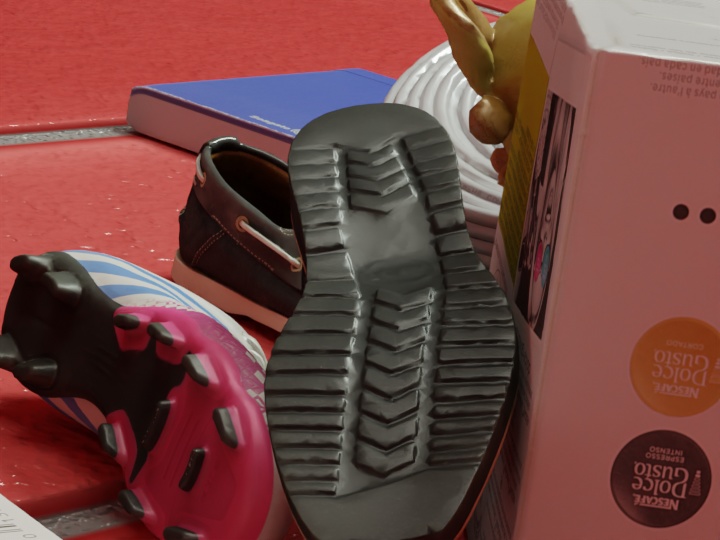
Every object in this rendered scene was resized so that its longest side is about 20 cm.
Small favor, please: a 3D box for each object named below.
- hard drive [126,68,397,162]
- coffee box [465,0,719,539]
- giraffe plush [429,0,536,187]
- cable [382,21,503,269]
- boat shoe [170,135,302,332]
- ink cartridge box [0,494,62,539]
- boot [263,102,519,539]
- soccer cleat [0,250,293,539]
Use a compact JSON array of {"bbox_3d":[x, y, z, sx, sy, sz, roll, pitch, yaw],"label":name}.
[{"bbox_3d":[-0.014,-0.080,1.507,0.131,0.026,0.200,20,17,32],"label":"hard drive"},{"bbox_3d":[0.146,0.022,0.894,0.198,0.199,0.200,8,13,-4],"label":"coffee box"},{"bbox_3d":[0.100,-0.092,1.042,0.172,0.201,0.162,26,30,10],"label":"giraffe plush"},{"bbox_3d":[0.098,-0.044,1.221,0.199,0.070,0.200,24,42,31],"label":"cable"},{"bbox_3d":[0.000,0.000,1.142,0.199,0.068,0.072,24,18,38],"label":"boat shoe"},{"bbox_3d":[-0.136,0.103,0.703,0.176,0.045,0.200,-1,18,-38],"label":"ink cartridge box"},{"bbox_3d":[0.016,0.058,0.885,0.077,0.139,0.200,-2,39,6],"label":"boot"},{"bbox_3d":[-0.055,0.042,0.943,0.086,0.070,0.200,12,14,-34],"label":"soccer cleat"}]
